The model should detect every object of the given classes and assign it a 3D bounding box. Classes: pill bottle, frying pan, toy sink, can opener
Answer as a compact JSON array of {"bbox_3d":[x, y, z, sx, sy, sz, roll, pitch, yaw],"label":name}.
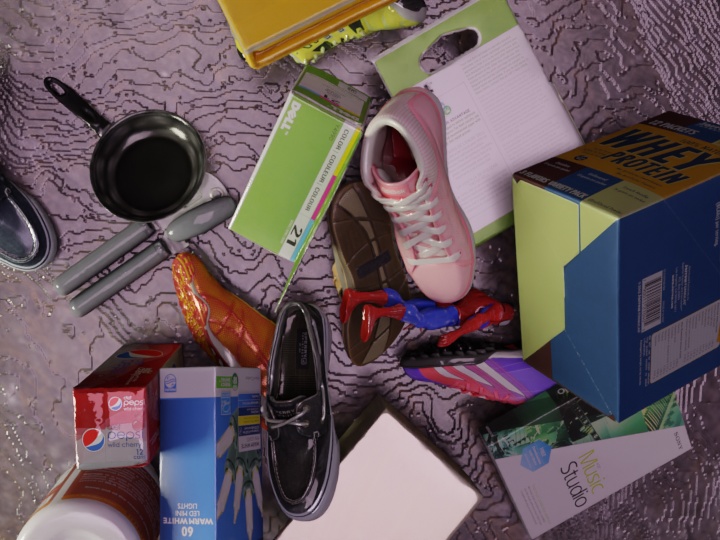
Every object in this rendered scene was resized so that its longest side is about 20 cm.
[{"bbox_3d":[-0.240,0.235,0.870,0.110,0.200,0.115,0,96,-4],"label":"pill bottle"},{"bbox_3d":[-0.236,-0.109,0.905,0.187,0.031,0.117,16,74,9],"label":"frying pan"},{"bbox_3d":[0.004,0.246,0.934,0.130,0.112,0.201,40,88,-3],"label":"toy sink"},{"bbox_3d":[-0.211,-0.027,0.919,0.198,0.067,0.053,-34,98,4],"label":"can opener"}]

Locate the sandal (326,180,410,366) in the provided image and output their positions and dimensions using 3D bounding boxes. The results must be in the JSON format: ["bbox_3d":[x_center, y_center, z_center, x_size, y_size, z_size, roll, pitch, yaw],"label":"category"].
[{"bbox_3d":[0.000,0.000,0.926,0.079,0.054,0.203,-25,123,-23],"label":"sandal"}]

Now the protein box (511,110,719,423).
[{"bbox_3d":[0.260,-0.010,0.859,0.197,0.135,0.202,-22,120,-24],"label":"protein box"}]

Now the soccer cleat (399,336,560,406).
[{"bbox_3d":[0.138,0.108,0.957,0.196,0.068,0.075,-2,100,-7],"label":"soccer cleat"}]

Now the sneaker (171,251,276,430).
[{"bbox_3d":[-0.119,0.063,0.940,0.077,0.073,0.202,-37,102,-22],"label":"sneaker"}]

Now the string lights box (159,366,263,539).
[{"bbox_3d":[-0.132,0.189,0.840,0.058,0.103,0.204,-4,83,17],"label":"string lights box"}]

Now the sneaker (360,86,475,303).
[{"bbox_3d":[0.048,-0.054,0.838,0.074,0.105,0.204,-5,107,24],"label":"sneaker"}]

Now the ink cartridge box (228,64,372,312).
[{"bbox_3d":[-0.059,-0.080,0.836,0.075,0.201,0.149,26,115,-6],"label":"ink cartridge box"}]

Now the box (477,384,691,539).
[{"bbox_3d":[0.231,0.171,0.959,0.198,0.036,0.146,-30,121,-2],"label":"box"}]

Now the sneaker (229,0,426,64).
[{"bbox_3d":[-0.032,-0.237,0.899,0.196,0.075,0.078,5,106,18],"label":"sneaker"}]

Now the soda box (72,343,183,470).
[{"bbox_3d":[-0.206,0.117,0.861,0.062,0.200,0.071,-1,96,-3],"label":"soda box"}]

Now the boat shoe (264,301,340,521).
[{"bbox_3d":[-0.063,0.127,0.870,0.071,0.071,0.204,-8,74,17],"label":"boat shoe"}]

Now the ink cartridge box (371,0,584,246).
[{"bbox_3d":[0.116,-0.146,0.918,0.146,0.076,0.202,-29,95,-1],"label":"ink cartridge box"}]

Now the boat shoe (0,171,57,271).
[{"bbox_3d":[-0.374,-0.075,0.885,0.071,0.091,0.201,-42,97,1],"label":"boat shoe"}]

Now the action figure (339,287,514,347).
[{"bbox_3d":[0.075,0.044,0.924,0.197,0.065,0.053,-2,108,-32],"label":"action figure"}]

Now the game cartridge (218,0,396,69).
[{"bbox_3d":[-0.056,-0.292,0.863,0.174,0.033,0.202,-26,56,-1],"label":"game cartridge"}]
